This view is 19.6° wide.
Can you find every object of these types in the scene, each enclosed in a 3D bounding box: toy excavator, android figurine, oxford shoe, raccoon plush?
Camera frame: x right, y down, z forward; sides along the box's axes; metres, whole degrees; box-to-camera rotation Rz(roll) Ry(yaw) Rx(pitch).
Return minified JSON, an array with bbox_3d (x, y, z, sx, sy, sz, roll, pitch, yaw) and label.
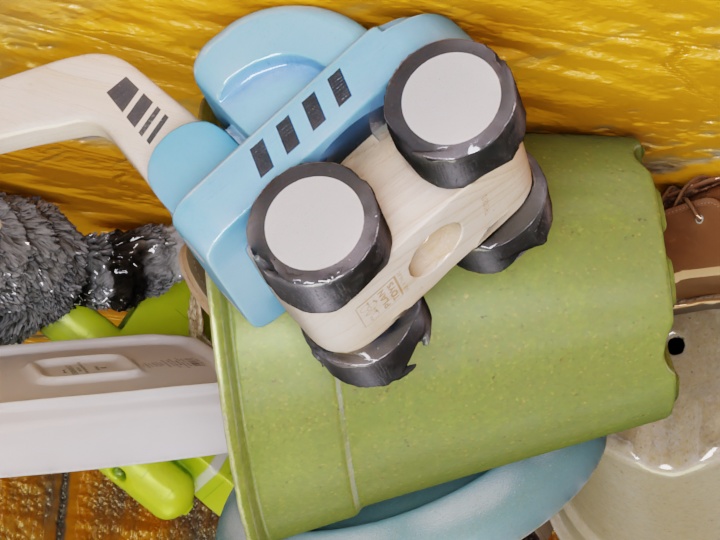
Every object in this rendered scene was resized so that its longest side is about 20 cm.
[{"bbox_3d":[-0.054,-0.045,0.781,0.200,0.194,0.100,46,174,27],"label":"toy excavator"},{"bbox_3d":[-0.091,0.068,1.232,0.200,0.183,0.041,40,134,-11],"label":"android figurine"},{"bbox_3d":[0.152,-0.020,0.976,0.198,0.072,0.072,3,142,16],"label":"oxford shoe"},{"bbox_3d":[-0.179,-0.027,1.121,0.199,0.097,0.134,-22,164,-19],"label":"raccoon plush"}]

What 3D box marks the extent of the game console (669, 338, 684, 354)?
[{"bbox_3d":[0.207,0.094,1.360,0.198,0.117,0.177,5,130,4],"label":"game console"}]

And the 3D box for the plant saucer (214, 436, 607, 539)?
[{"bbox_3d":[0.019,0.092,0.991,0.198,0.028,0.200,-18,-161,6],"label":"plant saucer"}]

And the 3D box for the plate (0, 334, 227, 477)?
[{"bbox_3d":[-0.140,0.063,1.059,0.198,0.033,0.199,-4,-172,-18],"label":"plate"}]

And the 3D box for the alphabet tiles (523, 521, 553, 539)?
[{"bbox_3d":[0.063,0.089,1.185,0.008,0.168,0.200,-23,-164,33],"label":"alphabet tiles"}]

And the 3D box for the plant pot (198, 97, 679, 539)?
[{"bbox_3d":[0.036,0.015,0.902,0.188,0.202,0.200,-6,170,1],"label":"plant pot"}]

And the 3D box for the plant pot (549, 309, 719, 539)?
[{"bbox_3d":[0.177,0.070,1.117,0.198,0.202,0.184,3,159,16],"label":"plant pot"}]

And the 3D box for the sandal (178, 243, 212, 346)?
[{"bbox_3d":[-0.065,0.032,1.209,0.069,0.078,0.211,-32,164,22],"label":"sandal"}]
